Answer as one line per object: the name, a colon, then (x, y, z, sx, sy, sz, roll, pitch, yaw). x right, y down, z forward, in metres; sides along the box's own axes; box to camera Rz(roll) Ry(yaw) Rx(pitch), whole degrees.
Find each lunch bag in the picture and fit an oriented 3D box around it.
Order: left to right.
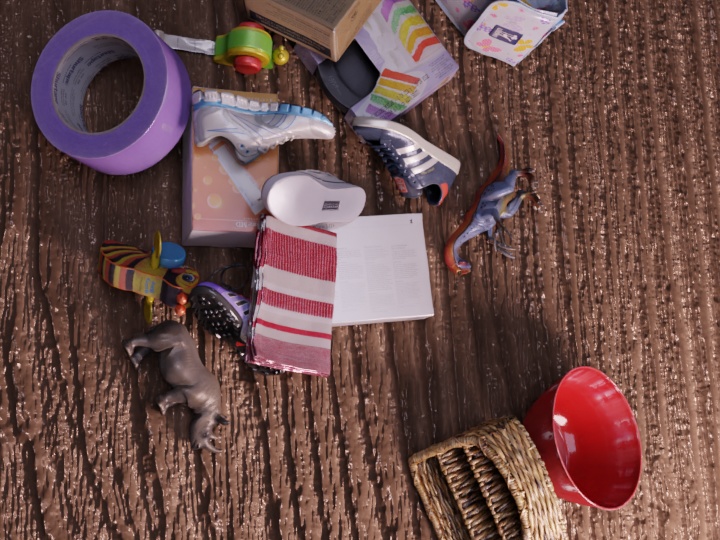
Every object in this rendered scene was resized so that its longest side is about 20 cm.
lunch bag: (0.210, -0.422, 1.612, 0.127, 0.169, 0.201, -40, 93, -21)

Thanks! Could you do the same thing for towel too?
towel: (-0.087, 0.034, 1.430, 0.143, 0.023, 0.204, 14, 74, -43)

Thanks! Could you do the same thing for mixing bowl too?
mixing bowl: (0.302, 0.248, 1.524, 0.198, 0.108, 0.204, 18, 61, -37)

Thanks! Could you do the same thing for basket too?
basket: (0.179, 0.321, 1.471, 0.147, 0.143, 0.203, -20, 85, -20)

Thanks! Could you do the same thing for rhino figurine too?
rhino figurine: (-0.236, 0.159, 1.424, 0.087, 0.060, 0.202, -31, 98, -15)

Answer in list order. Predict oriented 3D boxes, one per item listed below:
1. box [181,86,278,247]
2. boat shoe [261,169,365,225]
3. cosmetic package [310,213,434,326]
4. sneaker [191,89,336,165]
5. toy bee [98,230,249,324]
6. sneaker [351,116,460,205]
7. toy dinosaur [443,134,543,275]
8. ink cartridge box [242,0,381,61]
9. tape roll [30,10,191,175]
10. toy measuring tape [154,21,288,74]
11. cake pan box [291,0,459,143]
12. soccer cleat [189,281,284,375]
box: (-0.183, -0.140, 1.478, 0.122, 0.097, 0.204, 2, 79, -17)
boat shoe: (-0.076, -0.103, 1.452, 0.199, 0.065, 0.075, 8, 108, -54)
cosmetic package: (0.000, 0.000, 1.530, 0.196, 0.052, 0.154, -3, 82, -17)
sneaker: (-0.131, -0.182, 1.421, 0.196, 0.075, 0.088, 6, 84, -8)
toy bee: (-0.256, 0.009, 1.411, 0.196, 0.109, 0.133, -8, 120, 3)
sneaker: (0.061, -0.155, 1.544, 0.198, 0.075, 0.086, 24, 85, -33)
toy dinosaur: (0.190, -0.079, 1.610, 0.179, 0.106, 0.201, -26, 50, -7)
ink cartridge box: (-0.053, -0.426, 1.550, 0.163, 0.075, 0.201, 28, 67, 15)
tape roll: (-0.332, -0.236, 1.415, 0.196, 0.085, 0.204, -3, 80, 14)
toy measuring tape: (-0.197, -0.328, 1.526, 0.196, 0.074, 0.075, 8, 77, -15)
cake pan box: (0.021, -0.319, 1.600, 0.199, 0.052, 0.185, -37, 89, -19)
soccer cleat: (-0.158, 0.064, 1.426, 0.200, 0.067, 0.074, 49, 47, -41)
